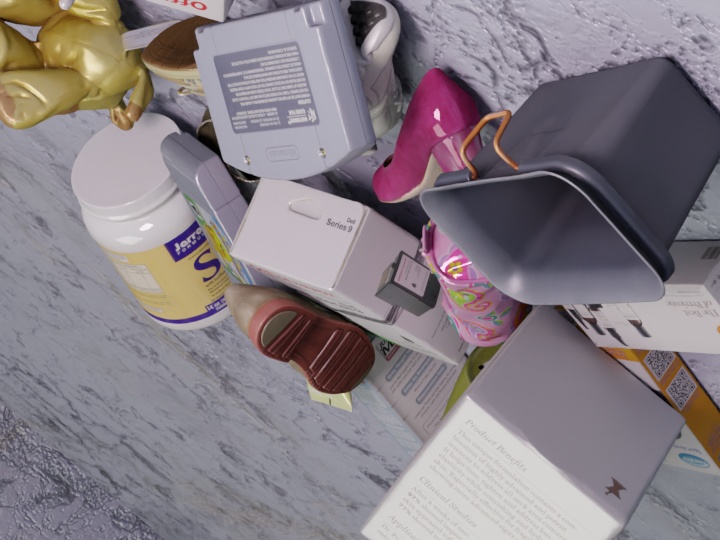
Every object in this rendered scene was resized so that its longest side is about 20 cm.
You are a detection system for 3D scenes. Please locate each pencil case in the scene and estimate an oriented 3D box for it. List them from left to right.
[{"bbox_3d":[0.100,0.000,1.591,0.087,0.088,0.200,31,171,17],"label":"pencil case"}]

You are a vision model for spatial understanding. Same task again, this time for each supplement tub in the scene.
[{"bbox_3d":[-0.198,-0.050,1.936,0.145,0.146,0.201,22,155,36],"label":"supplement tub"}]

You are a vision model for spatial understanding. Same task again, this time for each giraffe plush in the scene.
[{"bbox_3d":[-0.268,-0.201,1.773,0.198,0.174,0.162,4,173,-8],"label":"giraffe plush"}]

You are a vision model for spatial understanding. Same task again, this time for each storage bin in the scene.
[{"bbox_3d":[0.151,-0.074,1.322,0.146,0.135,0.200,45,158,-19],"label":"storage bin"}]

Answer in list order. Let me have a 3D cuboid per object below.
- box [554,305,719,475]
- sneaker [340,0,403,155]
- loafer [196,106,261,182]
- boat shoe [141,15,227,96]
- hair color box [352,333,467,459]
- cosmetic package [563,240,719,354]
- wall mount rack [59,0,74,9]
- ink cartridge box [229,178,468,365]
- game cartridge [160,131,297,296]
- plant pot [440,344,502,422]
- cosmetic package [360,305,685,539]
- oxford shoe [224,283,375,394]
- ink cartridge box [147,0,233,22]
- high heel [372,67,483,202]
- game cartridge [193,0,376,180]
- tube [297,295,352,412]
[{"bbox_3d":[0.255,0.115,1.683,0.119,0.042,0.200,7,141,54],"label":"box"},{"bbox_3d":[0.001,-0.152,1.516,0.080,0.076,0.200,3,152,-18],"label":"sneaker"},{"bbox_3d":[-0.110,-0.122,1.744,0.075,0.070,0.200,43,159,-14],"label":"loafer"},{"bbox_3d":[-0.112,-0.173,1.635,0.199,0.073,0.063,15,148,45],"label":"boat shoe"},{"bbox_3d":[0.062,0.120,1.928,0.060,0.099,0.200,10,146,54],"label":"hair color box"},{"bbox_3d":[0.238,0.022,1.500,0.083,0.051,0.199,46,158,-23],"label":"cosmetic package"},{"bbox_3d":[-0.258,-0.299,1.539,0.200,0.074,0.174,47,-173,-22],"label":"wall mount rack"},{"bbox_3d":[0.000,0.000,1.721,0.145,0.085,0.200,18,171,44],"label":"ink cartridge box"},{"bbox_3d":[-0.119,-0.032,1.800,0.133,0.040,0.201,30,151,60],"label":"game cartridge"},{"bbox_3d":[0.149,0.161,1.801,0.186,0.187,0.201,26,141,29],"label":"plant pot"},{"bbox_3d":[0.138,0.175,1.611,0.167,0.166,0.200,40,129,4],"label":"cosmetic package"},{"bbox_3d":[-0.053,0.056,1.756,0.075,0.071,0.200,40,180,36],"label":"oxford shoe"},{"bbox_3d":[-0.155,-0.283,1.407,0.145,0.084,0.200,16,157,3],"label":"ink cartridge box"},{"bbox_3d":[0.044,-0.110,1.550,0.097,0.067,0.200,67,166,-7],"label":"high heel"},{"bbox_3d":[-0.061,-0.139,1.493,0.199,0.041,0.134,1,113,57],"label":"game cartridge"},{"bbox_3d":[-0.042,0.036,1.849,0.058,0.051,0.202,-56,-41,-76],"label":"tube"}]
